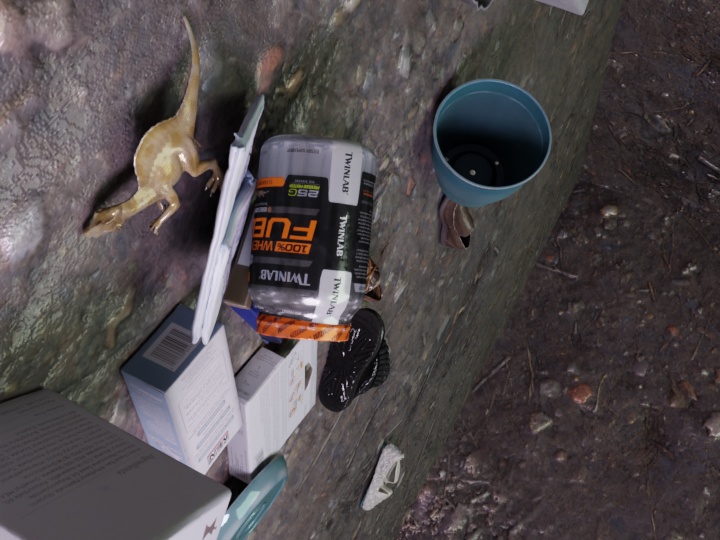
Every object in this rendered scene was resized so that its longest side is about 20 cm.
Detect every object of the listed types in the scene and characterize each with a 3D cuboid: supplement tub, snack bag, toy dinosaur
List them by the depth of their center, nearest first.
[{"bbox_3d":[-0.156,-0.102,0.676,0.200,0.058,0.101,-65,161,-7],"label":"toy dinosaur"},{"bbox_3d":[-0.120,-0.057,0.759,0.189,0.021,0.200,-89,-165,-65],"label":"snack bag"},{"bbox_3d":[-0.051,-0.031,0.818,0.122,0.122,0.200,9,85,-71],"label":"supplement tub"}]

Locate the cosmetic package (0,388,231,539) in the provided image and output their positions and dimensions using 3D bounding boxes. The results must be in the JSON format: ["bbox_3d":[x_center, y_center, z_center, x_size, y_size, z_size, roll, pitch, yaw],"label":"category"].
[{"bbox_3d":[-0.238,0.219,0.600,0.165,0.200,0.165,-16,126,-67],"label":"cosmetic package"}]

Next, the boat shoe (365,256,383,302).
[{"bbox_3d":[0.000,0.000,1.212,0.072,0.072,0.200,-60,161,-20],"label":"boat shoe"}]

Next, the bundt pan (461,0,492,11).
[{"bbox_3d":[0.163,-0.470,1.103,0.202,0.076,0.202,-55,158,-34],"label":"bundt pan"}]

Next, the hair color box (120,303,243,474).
[{"bbox_3d":[-0.188,0.141,0.871,0.099,0.061,0.200,-53,157,-35],"label":"hair color box"}]

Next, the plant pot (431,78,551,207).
[{"bbox_3d":[0.213,-0.205,1.409,0.200,0.200,0.188,-62,177,-15],"label":"plant pot"}]

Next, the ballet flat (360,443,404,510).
[{"bbox_3d":[0.058,0.539,2.035,0.072,0.072,0.200,-19,130,-66],"label":"ballet flat"}]

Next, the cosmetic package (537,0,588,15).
[{"bbox_3d":[0.295,-0.526,1.262,0.200,0.167,0.167,-15,126,-66],"label":"cosmetic package"}]

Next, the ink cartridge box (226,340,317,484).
[{"bbox_3d":[-0.124,0.181,1.128,0.174,0.044,0.200,-51,156,-41],"label":"ink cartridge box"}]

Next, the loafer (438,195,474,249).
[{"bbox_3d":[0.211,-0.113,1.672,0.073,0.071,0.200,-59,160,-23],"label":"loafer"}]

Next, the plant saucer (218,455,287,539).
[{"bbox_3d":[-0.168,0.360,1.166,0.200,0.027,0.200,-51,169,-14],"label":"plant saucer"}]

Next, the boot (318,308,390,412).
[{"bbox_3d":[0.011,0.138,1.390,0.158,0.079,0.211,-23,144,-55],"label":"boot"}]

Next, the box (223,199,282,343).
[{"bbox_3d":[-0.105,0.011,0.943,0.200,0.032,0.121,70,32,-71],"label":"box"}]
